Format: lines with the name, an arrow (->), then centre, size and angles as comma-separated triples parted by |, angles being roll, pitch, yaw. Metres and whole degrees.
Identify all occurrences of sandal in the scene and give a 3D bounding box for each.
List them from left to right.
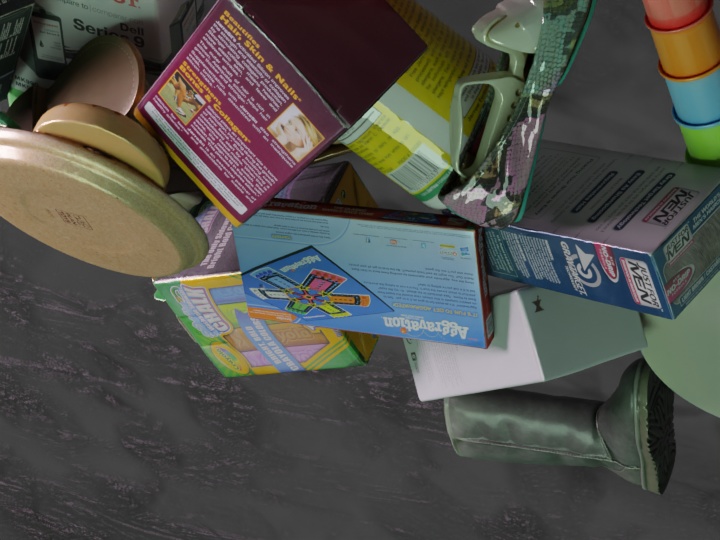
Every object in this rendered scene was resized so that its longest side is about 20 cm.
sandal -> -0.190, -0.118, 1.283 | 0.069, 0.078, 0.211 | 10, 164, -37

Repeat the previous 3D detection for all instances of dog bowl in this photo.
dog bowl -> 0.308, 0.030, 1.291 | 0.198, 0.079, 0.201 | 16, 142, 12

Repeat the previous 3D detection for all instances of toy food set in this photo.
toy food set -> -0.200, -0.057, 1.248 | 0.196, 0.049, 0.200 | 8, 156, 32

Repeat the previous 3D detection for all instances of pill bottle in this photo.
pill bottle -> 0.009, -0.143, 1.224 | 0.199, 0.113, 0.113 | 35, 142, -14

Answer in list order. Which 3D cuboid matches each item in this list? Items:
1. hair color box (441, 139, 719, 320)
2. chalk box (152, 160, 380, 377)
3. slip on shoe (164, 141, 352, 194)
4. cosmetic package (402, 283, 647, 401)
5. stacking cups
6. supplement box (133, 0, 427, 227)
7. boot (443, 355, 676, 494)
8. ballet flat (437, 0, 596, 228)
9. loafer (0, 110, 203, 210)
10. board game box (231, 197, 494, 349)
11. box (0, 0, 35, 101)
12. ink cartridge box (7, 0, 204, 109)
hair color box -> 0.164, -0.034, 1.224 | 0.199, 0.100, 0.061 | 14, 138, 47
chalk box -> -0.081, 0.004, 1.444 | 0.199, 0.125, 0.124 | -7, 133, 36
slip on shoe -> -0.088, -0.087, 1.306 | 0.198, 0.061, 0.076 | -21, 164, -4
cosmetic package -> 0.122, 0.049, 1.345 | 0.200, 0.101, 0.072 | -20, 86, 64
stacking cups -> 0.229, -0.124, 1.164 | 0.060, 0.061, 0.201 | -3, 135, 32
supplement box -> -0.057, -0.121, 1.116 | 0.110, 0.086, 0.200 | 47, 151, -5
boot -> 0.170, 0.121, 1.500 | 0.198, 0.073, 0.183 | 16, 141, 23
ballet flat -> 0.100, -0.127, 1.149 | 0.071, 0.069, 0.202 | 13, 105, -19
loafer -> -0.228, -0.078, 1.427 | 0.198, 0.076, 0.069 | 14, 121, -22
board game box -> 0.000, 0.000, 1.284 | 0.198, 0.019, 0.104 | 7, 123, 23
box -> -0.318, -0.212, 1.250 | 0.165, 0.086, 0.200 | 63, 159, 4
ink cartridge box -> -0.198, -0.187, 1.313 | 0.145, 0.084, 0.201 | 17, 143, 12
